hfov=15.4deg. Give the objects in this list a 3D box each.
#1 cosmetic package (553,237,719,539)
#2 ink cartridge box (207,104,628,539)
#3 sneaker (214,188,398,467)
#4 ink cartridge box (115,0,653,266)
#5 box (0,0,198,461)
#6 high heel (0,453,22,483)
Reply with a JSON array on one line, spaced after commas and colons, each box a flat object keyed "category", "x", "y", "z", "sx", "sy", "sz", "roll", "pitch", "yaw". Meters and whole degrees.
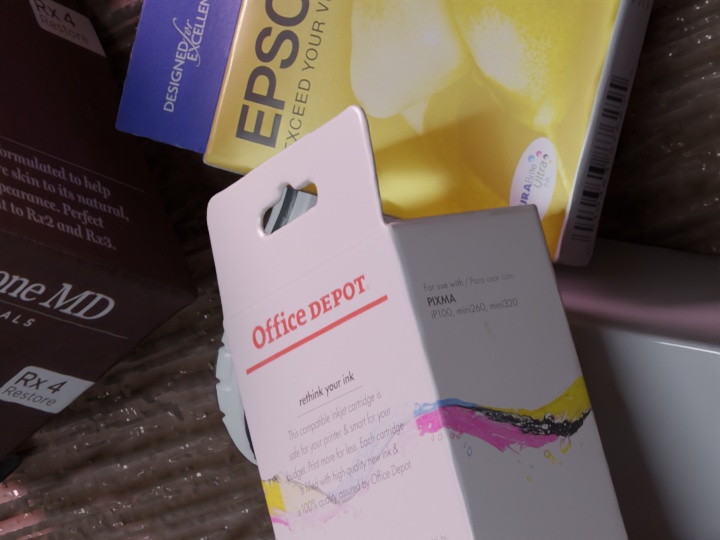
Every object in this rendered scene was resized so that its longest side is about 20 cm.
[{"category": "cosmetic package", "x": 0.141, "y": 0.049, "z": 0.945, "sx": 0.199, "sy": 0.107, "sz": 0.085, "roll": 9, "pitch": 110, "yaw": 30}, {"category": "ink cartridge box", "x": 0.020, "y": 0.052, "z": 0.903, "sx": 0.116, "sy": 0.067, "sz": 0.201, "roll": -28, "pitch": 74, "yaw": 53}, {"category": "sneaker", "x": 0.000, "y": 0.000, "z": 1.035, "sx": 0.080, "sy": 0.074, "sz": 0.201, "roll": 24, "pitch": 118, "yaw": 20}, {"category": "ink cartridge box", "x": 0.011, "y": -0.122, "z": 0.959, "sx": 0.199, "sy": 0.047, "sz": 0.199, "roll": 15, "pitch": 96, "yaw": 19}, {"category": "box", "x": -0.206, "y": -0.014, "z": 1.045, "sx": 0.200, "sy": 0.166, "sz": 0.165, "roll": -38, "pitch": 56, "yaw": 23}, {"category": "high heel", "x": -0.167, "y": -0.001, "z": 1.137, "sx": 0.143, "sy": 0.071, "sz": 0.200, "roll": 49, "pitch": 130, "yaw": 5}]
